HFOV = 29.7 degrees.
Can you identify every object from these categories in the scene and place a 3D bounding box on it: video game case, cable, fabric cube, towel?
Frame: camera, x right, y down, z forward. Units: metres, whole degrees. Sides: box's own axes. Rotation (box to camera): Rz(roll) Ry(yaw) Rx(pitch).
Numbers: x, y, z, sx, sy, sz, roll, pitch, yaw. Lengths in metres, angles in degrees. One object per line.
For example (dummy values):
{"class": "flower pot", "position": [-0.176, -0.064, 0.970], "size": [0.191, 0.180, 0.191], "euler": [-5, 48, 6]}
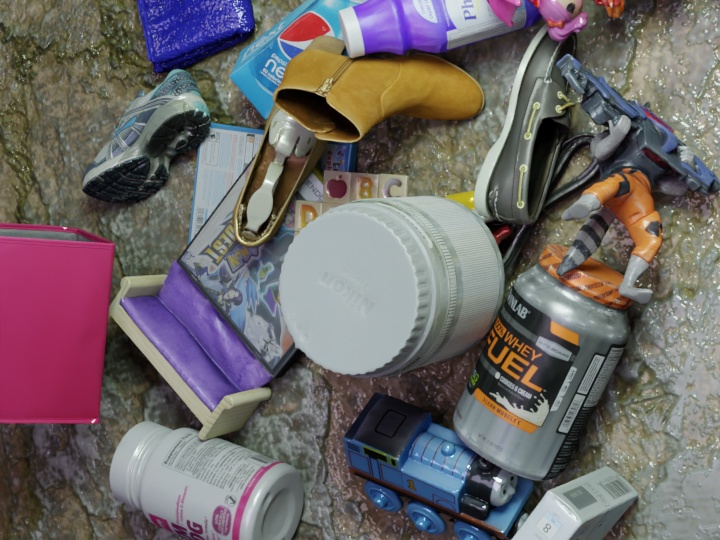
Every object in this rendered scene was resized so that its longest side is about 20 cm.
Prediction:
{"class": "video game case", "position": [-0.088, -0.018, 1.471], "size": [0.181, 0.025, 0.201], "euler": [47, 113, 18]}
{"class": "video game case", "position": [-0.100, -0.081, 1.500], "size": [0.197, 0.018, 0.146], "euler": [10, 96, 28]}
{"class": "cable", "position": [0.158, -0.061, 1.337], "size": [0.199, 0.050, 0.098], "euler": [-29, 66, 28]}
{"class": "fabric cube", "position": [-0.397, 0.053, 1.530], "size": [0.199, 0.193, 0.203], "euler": [-164, 77, -65]}
{"class": "towel", "position": [-0.202, -0.338, 1.528], "size": [0.146, 0.049, 0.203], "euler": [-19, 83, 29]}

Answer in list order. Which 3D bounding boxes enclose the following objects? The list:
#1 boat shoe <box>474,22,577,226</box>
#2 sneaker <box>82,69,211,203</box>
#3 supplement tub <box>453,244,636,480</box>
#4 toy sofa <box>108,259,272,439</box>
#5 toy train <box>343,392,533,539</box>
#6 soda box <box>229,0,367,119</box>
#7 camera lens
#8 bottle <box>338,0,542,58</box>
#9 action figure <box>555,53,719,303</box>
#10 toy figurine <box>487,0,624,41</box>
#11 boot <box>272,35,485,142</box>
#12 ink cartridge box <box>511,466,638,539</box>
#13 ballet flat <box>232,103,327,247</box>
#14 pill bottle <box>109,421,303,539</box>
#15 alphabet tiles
{"class": "boat shoe", "position": [0.173, -0.140, 1.303], "size": [0.060, 0.072, 0.204], "euler": [18, 85, 32]}
{"class": "sneaker", "position": [-0.247, -0.152, 1.559], "size": [0.199, 0.077, 0.087], "euler": [-34, 53, 28]}
{"class": "supplement tub", "position": [0.178, 0.086, 1.295], "size": [0.122, 0.122, 0.202], "euler": [30, 105, 24]}
{"class": "toy sofa", "position": [-0.189, 0.083, 1.518], "size": [0.200, 0.082, 0.098], "euler": [46, 113, 19]}
{"class": "toy train", "position": [0.077, 0.204, 1.353], "size": [0.198, 0.087, 0.115], "euler": [20, 143, 27]}
{"class": "soda box", "position": [-0.041, -0.247, 1.421], "size": [0.199, 0.068, 0.064], "euler": [-33, 112, 26]}
{"class": "camera lens", "position": [0.034, 0.013, 1.269], "size": [0.158, 0.199, 0.163], "euler": [2, 95, 28]}
{"class": "bottle", "position": [0.078, -0.257, 1.320], "size": [0.197, 0.065, 0.085], "euler": [-16, 79, -4]}
{"class": "action figure", "position": [0.223, -0.094, 1.237], "size": [0.199, 0.195, 0.104], "euler": [40, 138, -15]}
{"class": "toy figurine", "position": [0.201, -0.285, 1.242], "size": [0.183, 0.150, 0.201], "euler": [-37, 100, 9]}
{"class": "boot", "position": [0.019, -0.162, 1.332], "size": [0.198, 0.145, 0.071], "euler": [17, 126, 2]}
{"class": "ink cartridge box", "position": [0.167, 0.283, 1.287], "size": [0.047, 0.159, 0.201], "euler": [40, 110, 22]}
{"class": "ballet flat", "position": [-0.080, -0.111, 1.407], "size": [0.068, 0.063, 0.202], "euler": [22, 107, -1]}
{"class": "pill bottle", "position": [-0.171, 0.241, 1.497], "size": [0.198, 0.113, 0.115], "euler": [16, 99, 28]}
{"class": "alphabet tiles", "position": [0.000, 0.000, 1.405], "size": [0.164, 0.006, 0.203], "euler": [7, 97, 29]}
